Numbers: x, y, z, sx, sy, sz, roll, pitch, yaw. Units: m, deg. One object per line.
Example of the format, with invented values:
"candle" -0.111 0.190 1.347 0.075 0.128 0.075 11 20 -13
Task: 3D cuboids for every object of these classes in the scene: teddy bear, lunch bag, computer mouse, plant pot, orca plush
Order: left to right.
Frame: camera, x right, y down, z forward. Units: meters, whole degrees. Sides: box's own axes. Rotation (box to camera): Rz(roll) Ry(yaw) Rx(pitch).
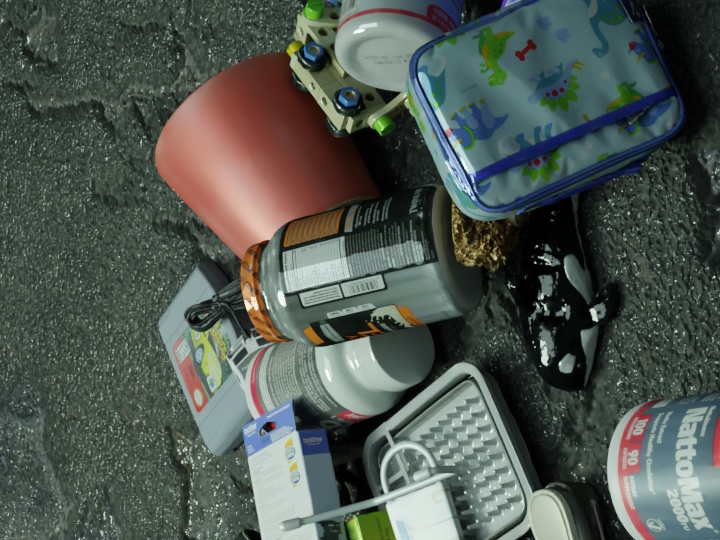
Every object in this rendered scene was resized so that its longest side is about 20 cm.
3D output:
"computer mouse" -0.108 0.101 1.618 0.110 0.044 0.200 -30 66 3
"plant pot" -0.080 -0.091 1.494 0.177 0.200 0.200 53 130 22
"teddy bear" 0.112 -0.100 1.293 0.145 0.067 0.200 78 -169 -45
"lunch bag" 0.149 -0.136 1.185 0.082 0.200 0.161 113 135 -83
"orca plush" 0.164 0.005 1.275 0.105 0.071 0.200 22 108 48

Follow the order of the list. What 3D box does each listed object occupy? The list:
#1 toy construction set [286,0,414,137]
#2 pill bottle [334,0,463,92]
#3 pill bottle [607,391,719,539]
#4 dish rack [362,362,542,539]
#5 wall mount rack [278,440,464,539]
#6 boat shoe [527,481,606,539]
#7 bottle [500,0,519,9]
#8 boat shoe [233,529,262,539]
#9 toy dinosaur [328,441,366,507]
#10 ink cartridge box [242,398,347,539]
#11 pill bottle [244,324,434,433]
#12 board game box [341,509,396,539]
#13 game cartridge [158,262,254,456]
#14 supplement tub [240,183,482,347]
"toy construction set" 0.007 -0.201 1.435 0.200 0.131 0.092 46 149 33
"pill bottle" 0.044 -0.272 1.349 0.109 0.109 0.200 -23 50 49
"pill bottle" 0.293 0.144 1.085 0.200 0.120 0.120 -17 78 49
"dish rack" 0.092 0.197 1.393 0.200 0.044 0.172 -45 57 42
"wall mount rack" 0.028 0.263 1.356 0.174 0.075 0.200 -26 72 27
"boat shoe" 0.200 0.277 1.262 0.067 0.057 0.200 -25 77 52
"bottle" 0.161 -0.209 1.276 0.084 0.065 0.200 -10 83 46
"boat shoe" -0.054 0.307 1.550 0.199 0.074 0.066 25 97 43
"toy dinosaur" -0.042 0.212 1.558 0.200 0.047 0.088 -6 80 48
"ink cartridge box" -0.062 0.236 1.457 0.119 0.042 0.200 -36 63 55
"pill bottle" -0.019 0.099 1.472 0.200 0.111 0.111 -28 70 48
"board game box" 0.019 0.341 1.423 0.102 0.048 0.200 -39 62 55
"game cartridge" -0.168 0.098 1.715 0.133 0.041 0.200 -48 55 35
"supplement tub" 0.000 0.000 1.342 0.200 0.123 0.123 -13 80 23
